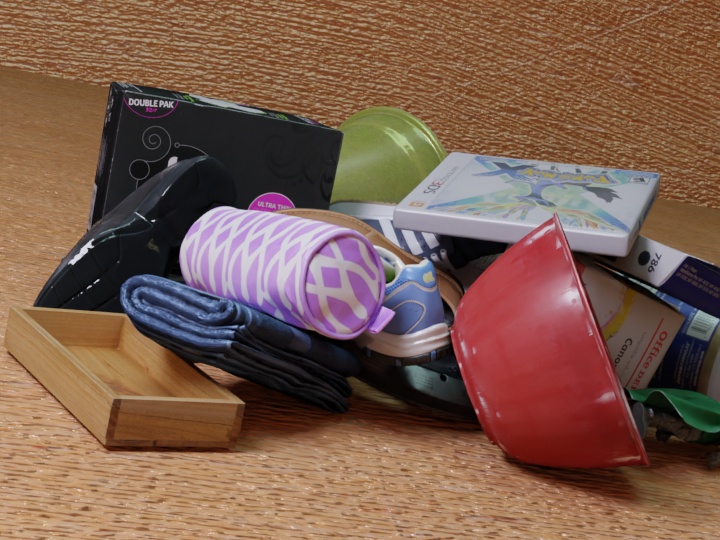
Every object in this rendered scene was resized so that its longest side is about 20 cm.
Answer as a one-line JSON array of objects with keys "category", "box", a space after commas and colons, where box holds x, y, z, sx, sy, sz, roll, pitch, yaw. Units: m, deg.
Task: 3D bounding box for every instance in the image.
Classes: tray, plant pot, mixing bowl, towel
[{"category": "tray", "box": [-0.172, 0.074, 1.026, 0.098, 0.037, 0.200, 6, 13, -34]}, {"category": "plant pot", "box": [-0.022, -0.070, 1.615, 0.199, 0.202, 0.183, 20, 25, 34]}, {"category": "mixing bowl", "box": [0.134, 0.070, 1.096, 0.107, 0.202, 0.200, -21, 6, 9]}, {"category": "towel", "box": [-0.086, 0.055, 1.063, 0.111, 0.049, 0.200, 17, -6, 30]}]

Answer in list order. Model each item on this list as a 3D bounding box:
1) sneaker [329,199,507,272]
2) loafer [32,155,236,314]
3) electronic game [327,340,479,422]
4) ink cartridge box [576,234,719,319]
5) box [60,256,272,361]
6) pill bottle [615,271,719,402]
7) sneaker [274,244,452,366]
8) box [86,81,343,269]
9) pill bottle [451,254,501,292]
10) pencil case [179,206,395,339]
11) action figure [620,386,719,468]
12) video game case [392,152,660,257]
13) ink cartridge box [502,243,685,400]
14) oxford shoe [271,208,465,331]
[{"category": "sneaker", "box": [0.046, -0.004, 1.321, 0.198, 0.109, 0.070, 3, -30, 27]}, {"category": "loafer", "box": [-0.189, -0.016, 1.178, 0.200, 0.073, 0.072, -41, 25, -22]}, {"category": "electronic game", "box": [0.046, 0.080, 1.234, 0.198, 0.042, 0.200, 21, 10, -4]}, {"category": "ink cartridge box", "box": [0.251, -0.006, 1.254, 0.099, 0.040, 0.199, 23, 2, -38]}, {"category": "box", "box": [-0.142, 0.028, 1.275, 0.159, 0.044, 0.199, 20, 13, 33]}, {"category": "pill bottle", "box": [0.282, 0.065, 1.402, 0.199, 0.117, 0.115, 20, 13, 34]}, {"category": "sneaker", "box": [-0.003, 0.015, 1.151, 0.199, 0.078, 0.075, 13, 22, 43]}, {"category": "box", "box": [-0.135, -0.078, 1.310, 0.198, 0.150, 0.124, 9, 9, -17]}, {"category": "pill bottle", "box": [0.079, 0.018, 1.407, 0.199, 0.115, 0.113, 19, 12, 27]}, {"category": "pencil case", "box": [-0.062, 0.002, 1.098, 0.199, 0.084, 0.086, 13, -37, 57]}, {"category": "action figure", "box": [0.285, 0.131, 1.232, 0.199, 0.055, 0.118, 14, 6, -38]}, {"category": "video game case", "box": [0.148, -0.061, 1.257, 0.198, 0.022, 0.182, 8, 22, 18]}, {"category": "ink cartridge box", "box": [0.198, 0.057, 1.256, 0.199, 0.117, 0.067, 23, 10, -28]}, {"category": "oxford shoe", "box": [0.000, 0.000, 1.251, 0.198, 0.072, 0.071, 20, 15, -3]}]
